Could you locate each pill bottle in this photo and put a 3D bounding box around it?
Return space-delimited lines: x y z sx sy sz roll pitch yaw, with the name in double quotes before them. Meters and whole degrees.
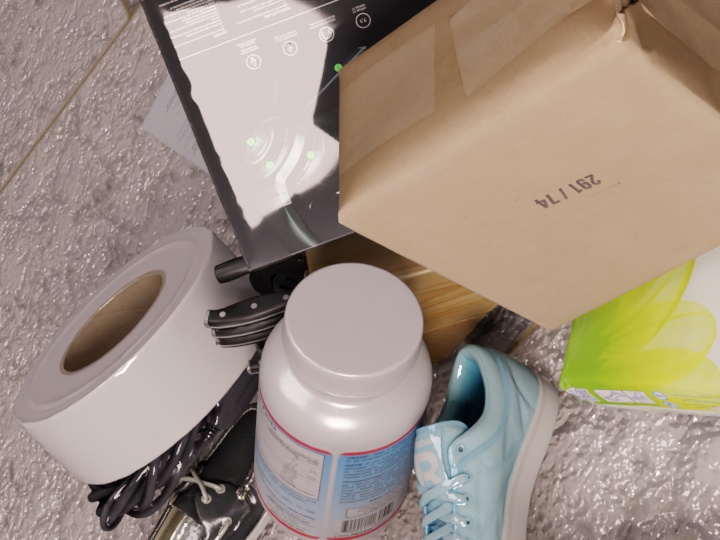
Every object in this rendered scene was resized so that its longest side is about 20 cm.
"pill bottle" -0.012 0.085 1.010 0.200 0.109 0.109 99 163 -54

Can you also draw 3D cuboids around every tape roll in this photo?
"tape roll" -0.162 0.061 1.176 0.202 0.071 0.203 -36 22 17

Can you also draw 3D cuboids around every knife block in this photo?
"knife block" 0.000 0.000 1.044 0.200 0.175 0.064 -48 42 41

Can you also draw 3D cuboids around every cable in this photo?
"cable" -0.154 0.111 1.219 0.163 0.051 0.200 -6 45 51

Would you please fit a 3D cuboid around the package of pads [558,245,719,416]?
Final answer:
"package of pads" 0.208 -0.015 0.917 0.154 0.068 0.200 0 73 49

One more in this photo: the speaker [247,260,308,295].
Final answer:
"speaker" -0.027 -0.072 1.172 0.081 0.081 0.200 -18 51 42

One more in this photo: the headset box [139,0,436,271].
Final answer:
"headset box" -0.020 -0.116 0.987 0.174 0.200 0.093 -21 16 2

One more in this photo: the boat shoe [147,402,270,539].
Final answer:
"boat shoe" -0.115 0.185 1.186 0.076 0.060 0.200 23 89 52

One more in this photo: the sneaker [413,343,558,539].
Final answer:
"sneaker" 0.056 0.135 0.967 0.074 0.082 0.200 -28 35 47

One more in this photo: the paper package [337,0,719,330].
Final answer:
"paper package" 0.114 -0.074 0.846 0.200 0.191 0.104 -30 47 37

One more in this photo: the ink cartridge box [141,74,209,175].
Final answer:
"ink cartridge box" -0.084 -0.170 1.334 0.200 0.043 0.197 34 98 47
